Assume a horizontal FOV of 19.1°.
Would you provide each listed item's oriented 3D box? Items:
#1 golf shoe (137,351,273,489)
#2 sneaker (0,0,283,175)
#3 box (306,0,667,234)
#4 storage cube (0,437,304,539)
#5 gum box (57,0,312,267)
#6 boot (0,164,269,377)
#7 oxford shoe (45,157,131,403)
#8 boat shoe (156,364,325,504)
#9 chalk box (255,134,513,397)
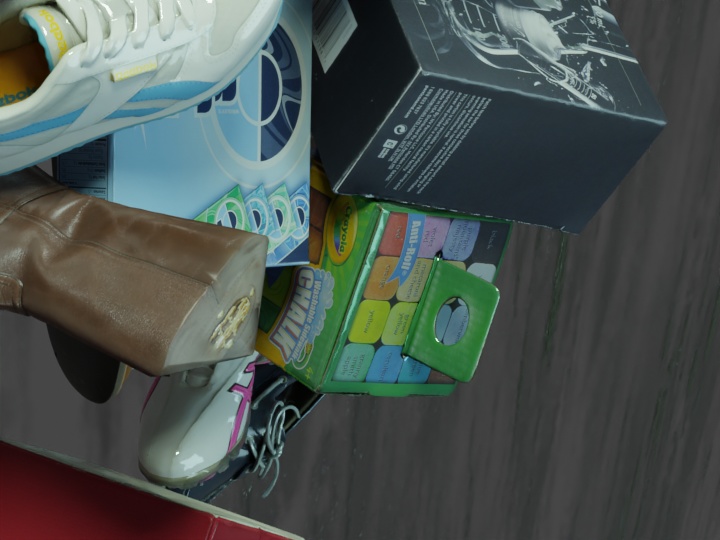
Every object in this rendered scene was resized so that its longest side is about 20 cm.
[{"bbox_3d":[-0.099,0.054,1.418,0.092,0.072,0.200,81,26,-44],"label":"golf shoe"},{"bbox_3d":[-0.124,-0.111,1.043,0.199,0.077,0.081,-29,166,-7],"label":"sneaker"},{"bbox_3d":[0.055,-0.138,1.283,0.181,0.201,0.104,9,134,-34],"label":"box"},{"bbox_3d":[-0.155,0.211,1.254,0.171,0.199,0.181,34,73,-69],"label":"storage cube"},{"bbox_3d":[-0.093,-0.100,1.172,0.170,0.044,0.201,-4,97,-54],"label":"gum box"},{"bbox_3d":[-0.160,0.024,1.036,0.187,0.199,0.064,-56,157,-29],"label":"boot"},{"bbox_3d":[-0.136,-0.014,1.230,0.071,0.071,0.201,-26,134,-46],"label":"oxford shoe"},{"bbox_3d":[-0.075,0.110,1.539,0.200,0.062,0.075,-46,153,-45],"label":"boat shoe"},{"bbox_3d":[0.000,0.000,1.311,0.124,0.200,0.125,5,109,-45],"label":"chalk box"}]
